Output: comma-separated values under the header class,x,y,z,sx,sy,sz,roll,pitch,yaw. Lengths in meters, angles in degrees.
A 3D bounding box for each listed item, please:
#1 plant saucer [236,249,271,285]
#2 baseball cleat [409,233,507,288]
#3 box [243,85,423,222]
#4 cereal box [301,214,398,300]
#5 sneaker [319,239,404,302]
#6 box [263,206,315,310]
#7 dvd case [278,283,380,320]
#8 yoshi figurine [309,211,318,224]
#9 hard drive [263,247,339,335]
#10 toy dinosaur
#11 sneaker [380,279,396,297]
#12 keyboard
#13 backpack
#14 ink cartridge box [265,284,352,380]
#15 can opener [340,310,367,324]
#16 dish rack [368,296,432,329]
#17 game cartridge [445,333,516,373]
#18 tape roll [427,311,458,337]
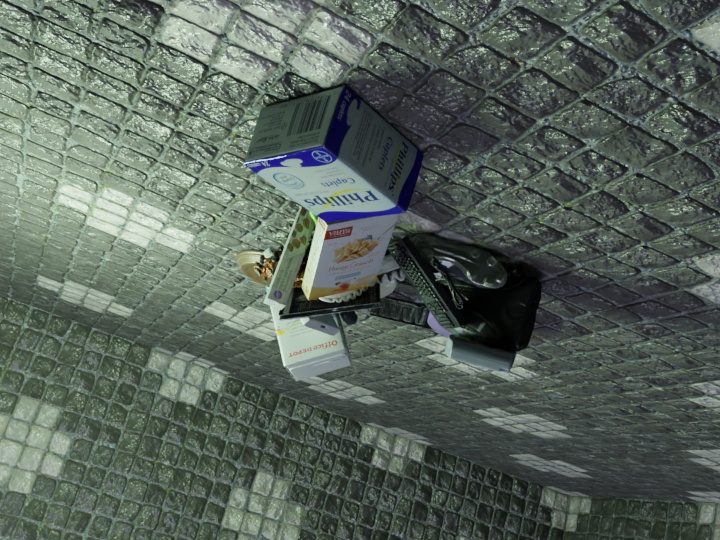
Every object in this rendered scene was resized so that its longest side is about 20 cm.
class,x,y,z,sx,sy,sz,roll,pitch,yaw
plant saucer,-0.206,0.005,1.974,0.198,0.030,0.200,15,160,6
baseball cleat,0.182,-0.016,1.577,0.199,0.070,0.107,25,167,4
box,-0.040,-0.169,1.255,0.183,0.106,0.200,-3,154,43
cereal box,-0.020,-0.036,1.468,0.143,0.040,0.201,-13,144,-25
sneaker,0.000,0.000,1.609,0.075,0.199,0.082,42,150,55
box,-0.131,-0.025,1.575,0.038,0.201,0.041,22,158,-10
dvd case,-0.059,0.053,1.646,0.198,0.016,0.149,-7,-159,3
yoshi figurine,-0.038,-0.082,1.549,0.111,0.113,0.200,-20,155,-23
hard drive,-0.127,0.046,1.792,0.026,0.201,0.132,-38,152,13
toy dinosaur,-0.128,-0.010,1.697,0.199,0.137,0.102,19,164,16
sneaker,-0.027,0.011,1.790,0.198,0.112,0.077,-9,128,-8
keyboard,0.131,0.023,1.536,0.201,0.021,0.127,54,150,-8
backpack,0.244,0.071,1.622,0.199,0.168,0.126,11,166,31
ink cartridge box,-0.118,0.129,1.916,0.146,0.201,0.146,-16,158,0
can opener,-0.030,0.073,1.960,0.053,0.067,0.200,8,159,18
dish rack,0.086,0.089,1.877,0.152,0.055,0.200,11,176,12
game cartridge,0.232,0.156,1.591,0.132,0.041,0.200,10,-177,13
tape roll,0.252,0.106,1.834,0.198,0.066,0.200,15,160,5
